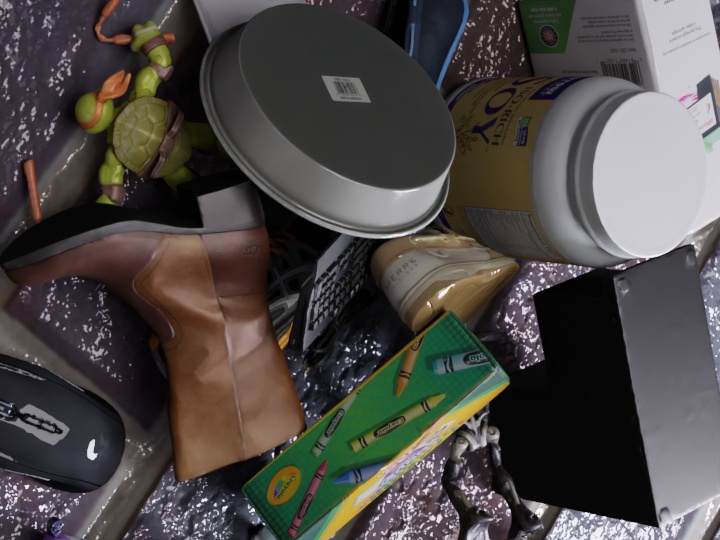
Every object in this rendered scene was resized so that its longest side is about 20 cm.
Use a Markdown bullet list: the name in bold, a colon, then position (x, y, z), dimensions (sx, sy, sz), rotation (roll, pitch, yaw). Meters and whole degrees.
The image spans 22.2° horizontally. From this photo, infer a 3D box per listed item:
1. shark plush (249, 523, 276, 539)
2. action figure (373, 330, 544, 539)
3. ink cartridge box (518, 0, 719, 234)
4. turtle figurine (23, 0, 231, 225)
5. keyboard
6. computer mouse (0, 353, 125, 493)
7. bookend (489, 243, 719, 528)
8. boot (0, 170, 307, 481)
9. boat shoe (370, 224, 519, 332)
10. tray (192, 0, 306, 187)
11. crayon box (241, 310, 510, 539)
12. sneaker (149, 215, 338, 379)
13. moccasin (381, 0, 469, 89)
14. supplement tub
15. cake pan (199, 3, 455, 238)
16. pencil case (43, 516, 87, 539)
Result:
- **shark plush**: position (-0.044, 0.286, 1.391), dimensions (0.091, 0.083, 0.201), rotation (-44, 118, -25)
- **action figure**: position (0.071, 0.123, 1.458), dimensions (0.118, 0.102, 0.202), rotation (-12, 76, -27)
- **ink cartridge box**: position (0.225, -0.139, 1.516), dimensions (0.084, 0.144, 0.202), rotation (-25, 109, -32)
- **turtle figurine**: position (-0.139, -0.100, 1.295), dimensions (0.160, 0.064, 0.202), rotation (23, 80, -36)
- **keyboard**: position (0.000, 0.000, 1.328), dimensions (0.200, 0.020, 0.128), rotation (-47, 158, -49)
- **computer mouse**: position (-0.246, 0.123, 1.246), dimensions (0.199, 0.046, 0.142), rotation (35, 72, -34)
- **bookend**: position (0.184, 0.086, 1.478), dimensions (0.092, 0.199, 0.201), rotation (-19, 102, -34)
- **boot**: position (-0.141, 0.048, 1.273), dimensions (0.187, 0.068, 0.202), rotation (-17, 110, -23)
- **boat shoe**: position (0.062, -0.002, 1.373), dimensions (0.074, 0.069, 0.200), rotation (-46, 167, 13)
- **tray**: position (-0.058, -0.129, 1.315), dimensions (0.107, 0.022, 0.201), rotation (2, 51, -36)
- **crayon box**: position (0.014, 0.120, 1.350), dimensions (0.200, 0.119, 0.058), rotation (-41, 78, 2)
- **sneaker**: position (-0.076, 0.015, 1.349), dimensions (0.077, 0.078, 0.201), rotation (46, 67, -22)
- **moccasin**: position (0.017, -0.143, 1.413), dimensions (0.068, 0.080, 0.202), rotation (34, 60, -29)
- **supplement tub**: position (0.156, -0.078, 1.435), dimensions (0.144, 0.199, 0.147), rotation (-4, 96, -36)
- **cake pan**: position (-0.016, -0.112, 1.283), dimensions (0.199, 0.037, 0.202), rotation (20, 43, -20)
- **pencil case**: position (-0.214, 0.278, 1.262), dimensions (0.084, 0.085, 0.202), rotation (28, 78, -33)
